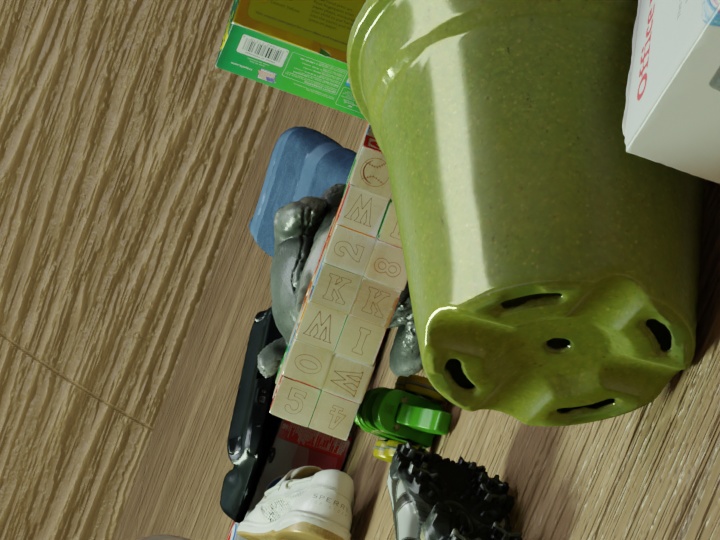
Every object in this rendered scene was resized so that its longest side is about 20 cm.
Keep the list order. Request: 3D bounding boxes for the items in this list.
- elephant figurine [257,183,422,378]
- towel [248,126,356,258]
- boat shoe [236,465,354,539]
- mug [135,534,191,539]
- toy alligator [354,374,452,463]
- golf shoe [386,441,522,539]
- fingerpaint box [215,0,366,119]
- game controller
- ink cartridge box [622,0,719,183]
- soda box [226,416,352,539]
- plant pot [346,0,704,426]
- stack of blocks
[{"bbox_3d":[0.011,0.007,1.836,0.200,0.141,0.156,-158,58,-66],"label":"elephant figurine"},{"bbox_3d":[-0.027,-0.047,2.031,0.200,0.048,0.112,35,110,63],"label":"towel"},{"bbox_3d":[-0.041,0.187,1.938,0.070,0.071,0.200,-69,14,-14],"label":"boat shoe"},{"bbox_3d":[-0.180,0.326,2.210,0.178,0.133,0.201,-73,-1,-52],"label":"mug"},{"bbox_3d":[0.019,0.103,1.758,0.200,0.054,0.060,158,131,-79],"label":"toy alligator"},{"bbox_3d":[0.042,0.162,1.404,0.200,0.077,0.095,-97,27,-74],"label":"golf shoe"},{"bbox_3d":[-0.009,-0.226,2.181,0.073,0.199,0.168,121,165,-56],"label":"fingerpaint box"},{"bbox_3d":[-0.082,0.113,2.057,0.200,0.042,0.105,-80,-2,-52],"label":"game controller"},{"bbox_3d":[0.194,-0.151,1.087,0.200,0.085,0.148,118,168,-52],"label":"ink cartridge box"},{"bbox_3d":[-0.070,0.210,2.070,0.070,0.063,0.201,-117,48,-79],"label":"soda box"},{"bbox_3d":[0.091,-0.033,1.222,0.201,0.199,0.185,120,156,-52],"label":"plant pot"},{"bbox_3d":[0.000,0.000,1.710,0.115,0.058,0.201,-78,8,-73],"label":"stack of blocks"}]
